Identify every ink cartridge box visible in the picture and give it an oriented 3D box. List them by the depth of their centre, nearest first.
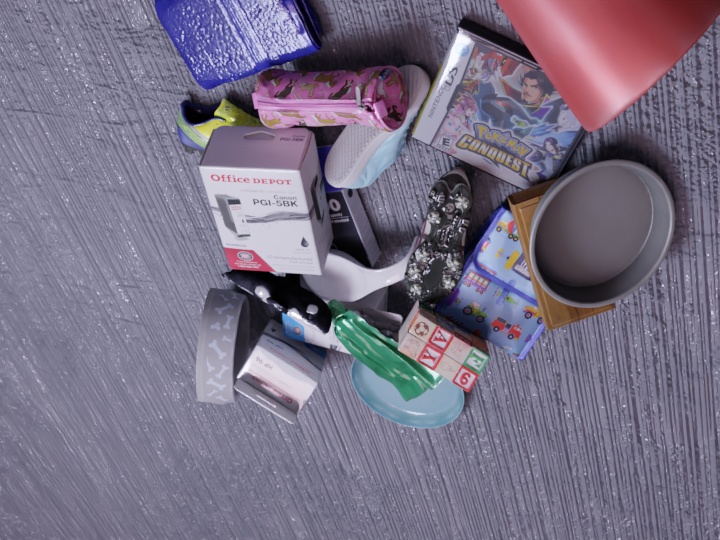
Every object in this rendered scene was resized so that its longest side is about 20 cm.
[{"bbox_3d":[-0.127,-0.094,1.327,0.145,0.083,0.201,3,138,13],"label":"ink cartridge box"},{"bbox_3d":[-0.091,-0.086,1.431,0.196,0.044,0.201,-3,127,26],"label":"ink cartridge box"},{"bbox_3d":[-0.021,0.067,1.519,0.198,0.068,0.117,14,134,14],"label":"ink cartridge box"},{"bbox_3d":[-0.126,0.159,1.547,0.115,0.200,0.068,32,102,-5],"label":"ink cartridge box"}]

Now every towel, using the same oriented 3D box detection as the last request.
[{"bbox_3d":[-0.158,-0.327,1.244,0.199,0.050,0.148,-12,120,30],"label":"towel"}]

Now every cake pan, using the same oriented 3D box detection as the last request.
[{"bbox_3d":[0.302,-0.050,1.222,0.198,0.037,0.202,-6,115,-12],"label":"cake pan"}]

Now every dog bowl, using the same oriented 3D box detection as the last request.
[{"bbox_3d":[-0.223,0.126,1.582,0.058,0.201,0.201,4,133,1],"label":"dog bowl"}]

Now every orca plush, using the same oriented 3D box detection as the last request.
[{"bbox_3d":[-0.114,0.022,1.446,0.199,0.072,0.105,27,178,41],"label":"orca plush"}]

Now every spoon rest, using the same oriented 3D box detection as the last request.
[{"bbox_3d":[0.000,0.000,1.399,0.199,0.061,0.100,-14,123,29],"label":"spoon rest"}]

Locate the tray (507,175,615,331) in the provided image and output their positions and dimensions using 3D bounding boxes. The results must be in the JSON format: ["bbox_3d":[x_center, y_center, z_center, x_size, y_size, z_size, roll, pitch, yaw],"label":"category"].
[{"bbox_3d":[0.269,-0.022,1.274,0.098,0.037,0.201,-19,119,4],"label":"tray"}]

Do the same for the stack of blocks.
[{"bbox_3d":[0.118,0.096,1.392,0.115,0.200,0.059,31,100,-2],"label":"stack of blocks"}]

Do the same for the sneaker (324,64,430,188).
[{"bbox_3d":[0.034,-0.189,1.278,0.200,0.082,0.074,-46,61,30],"label":"sneaker"}]

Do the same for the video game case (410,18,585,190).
[{"bbox_3d":[0.183,-0.199,1.217,0.199,0.026,0.181,26,135,1],"label":"video game case"}]

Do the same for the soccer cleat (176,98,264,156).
[{"bbox_3d":[-0.169,-0.198,1.352,0.198,0.065,0.084,9,124,16],"label":"soccer cleat"}]

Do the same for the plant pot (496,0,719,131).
[{"bbox_3d":[0.252,-0.279,1.010,0.177,0.201,0.200,43,134,-4],"label":"plant pot"}]

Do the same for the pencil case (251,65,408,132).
[{"bbox_3d":[-0.039,-0.217,1.214,0.199,0.083,0.086,7,161,31],"label":"pencil case"}]

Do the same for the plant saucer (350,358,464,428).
[{"bbox_3d":[0.080,0.188,1.612,0.198,0.028,0.201,13,134,13],"label":"plant saucer"}]

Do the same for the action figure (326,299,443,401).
[{"bbox_3d":[0.027,0.112,1.449,0.200,0.055,0.118,39,138,-8],"label":"action figure"}]

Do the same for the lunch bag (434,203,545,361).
[{"bbox_3d":[0.220,0.001,1.353,0.150,0.094,0.201,29,121,-5],"label":"lunch bag"}]

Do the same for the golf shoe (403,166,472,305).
[{"bbox_3d":[0.116,-0.045,1.319,0.077,0.088,0.201,18,123,5],"label":"golf shoe"}]
